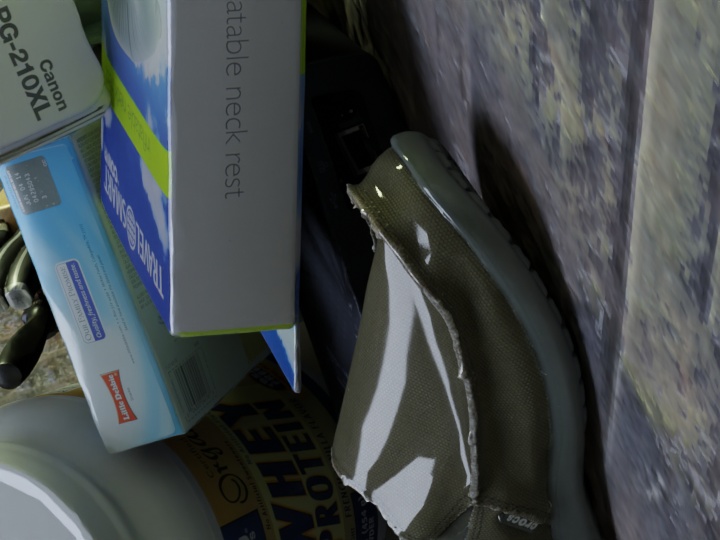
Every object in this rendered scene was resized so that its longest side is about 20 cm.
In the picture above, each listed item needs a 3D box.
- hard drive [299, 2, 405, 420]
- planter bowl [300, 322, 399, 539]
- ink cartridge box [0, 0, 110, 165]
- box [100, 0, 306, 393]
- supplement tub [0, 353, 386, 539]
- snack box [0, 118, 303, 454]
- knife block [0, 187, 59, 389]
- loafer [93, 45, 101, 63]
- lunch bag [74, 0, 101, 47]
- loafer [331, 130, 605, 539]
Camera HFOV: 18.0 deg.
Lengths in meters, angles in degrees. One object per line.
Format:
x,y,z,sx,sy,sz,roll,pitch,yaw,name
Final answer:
0.000,0.000,0.813,0.135,0.042,0.201,-131,22,-65,hard drive
-0.050,0.095,1.095,0.200,0.134,0.201,156,90,-83,planter bowl
-0.178,-0.101,0.799,0.200,0.084,0.145,1,116,66,ink cartridge box
-0.051,-0.074,0.716,0.122,0.047,0.201,-126,35,-62,box
-0.091,0.112,0.910,0.200,0.144,0.145,-19,-95,-62,supplement tub
-0.066,-0.019,0.891,0.117,0.037,0.200,70,-158,-10,snack box
-0.130,-0.013,1.011,0.200,0.175,0.064,11,123,53,knife block
-0.103,-0.080,1.151,0.200,0.063,0.072,-119,34,-44,loafer
-0.129,-0.172,0.901,0.200,0.127,0.170,7,120,68,lunch bag
0.027,0.049,0.678,0.075,0.069,0.201,-123,13,-52,loafer
